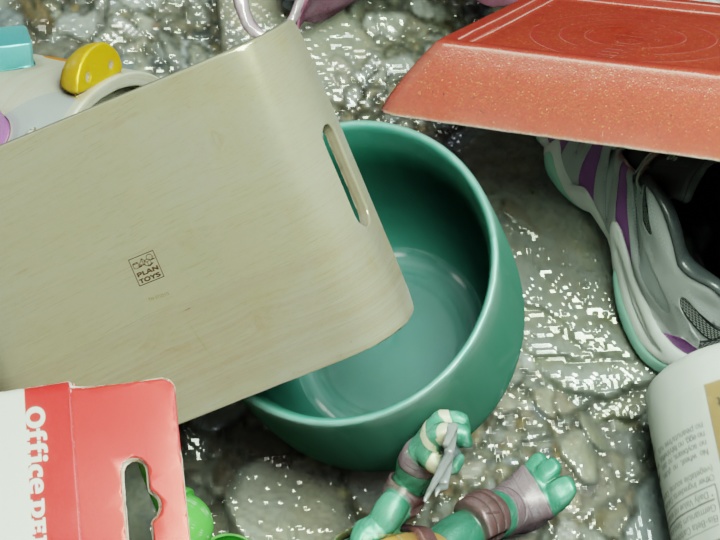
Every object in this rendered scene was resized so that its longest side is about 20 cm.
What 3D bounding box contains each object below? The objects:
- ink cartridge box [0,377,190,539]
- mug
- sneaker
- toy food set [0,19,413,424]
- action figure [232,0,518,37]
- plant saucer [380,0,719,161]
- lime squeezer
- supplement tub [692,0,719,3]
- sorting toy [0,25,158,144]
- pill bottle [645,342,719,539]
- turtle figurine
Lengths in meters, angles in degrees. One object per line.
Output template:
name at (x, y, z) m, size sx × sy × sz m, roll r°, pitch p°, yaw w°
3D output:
ink cartridge box at (-0.167, 0.118, 0.738) m, size 0.198 × 0.067 × 0.117 m, roll -7°, pitch 65°, yaw -3°
mug at (0.009, 0.006, 0.891) m, size 0.150 × 0.115 × 0.187 m, roll 7°, pitch 69°, yaw 18°
sneaker at (0.163, -0.057, 0.949) m, size 0.077 × 0.140 × 0.201 m, roll -19°, pitch 71°, yaw -18°
toy food set at (-0.093, -0.009, 0.805) m, size 0.198 × 0.060 × 0.145 m, roll -22°, pitch 103°, yaw 5°
action figure at (0.040, -0.203, 0.967) m, size 0.149 × 0.198 × 0.135 m, roll -33°, pitch 118°, yaw -52°
plant saucer at (0.139, -0.106, 0.909) m, size 0.198 × 0.037 × 0.199 m, roll 11°, pitch 23°, yaw 24°
lime squeezer at (-0.065, 0.133, 0.844) m, size 0.200 × 0.070 × 0.038 m, roll 48°, pitch 69°, yaw -34°
supplement tub at (0.209, -0.162, 1.027) m, size 0.198 × 0.107 × 0.108 m, roll 25°, pitch 63°, yaw 2°
sorting toy at (-0.220, -0.056, 0.917) m, size 0.178 × 0.107 × 0.201 m, roll 16°, pitch 62°, yaw 19°
pill bottle at (0.212, 0.142, 0.882) m, size 0.113 × 0.115 × 0.202 m, roll -3°, pitch 66°, yaw -12°
turtle figurine at (0.033, 0.140, 0.827) m, size 0.199 × 0.100 × 0.152 m, roll 2°, pitch 83°, yaw -50°
